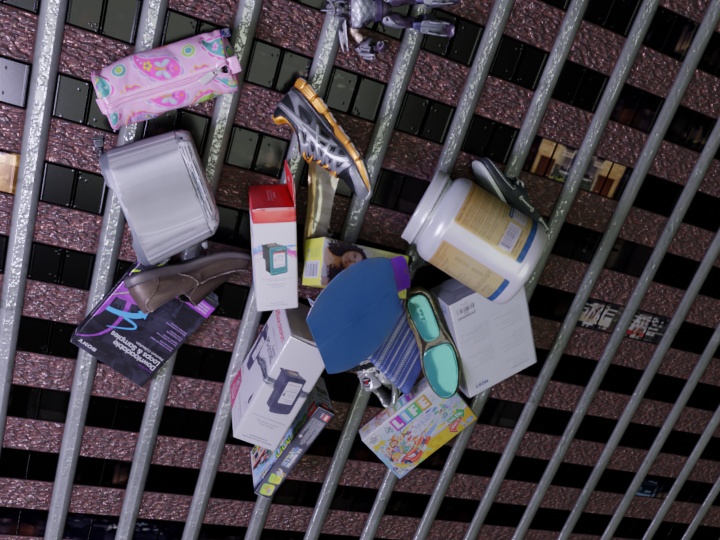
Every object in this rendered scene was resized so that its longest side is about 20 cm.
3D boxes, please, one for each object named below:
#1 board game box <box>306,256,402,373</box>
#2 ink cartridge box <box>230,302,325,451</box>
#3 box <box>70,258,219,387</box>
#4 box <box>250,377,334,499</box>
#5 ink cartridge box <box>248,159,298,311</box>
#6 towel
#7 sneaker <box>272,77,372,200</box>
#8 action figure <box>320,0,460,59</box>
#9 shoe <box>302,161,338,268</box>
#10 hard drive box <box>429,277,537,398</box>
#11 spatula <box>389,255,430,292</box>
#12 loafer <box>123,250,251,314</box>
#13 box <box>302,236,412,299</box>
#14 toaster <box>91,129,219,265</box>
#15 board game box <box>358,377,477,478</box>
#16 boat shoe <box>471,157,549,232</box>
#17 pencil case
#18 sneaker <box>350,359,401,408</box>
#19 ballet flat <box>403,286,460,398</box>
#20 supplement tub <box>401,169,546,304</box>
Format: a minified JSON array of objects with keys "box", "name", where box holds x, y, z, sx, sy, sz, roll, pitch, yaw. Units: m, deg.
[{"box":[-0.014,0.060,0.971,0.157,0.039,0.202,-37,139,-19],"name":"board game box"},{"box":[-0.135,0.166,1.061,0.083,0.145,0.202,25,105,-23],"name":"ink cartridge box"},{"box":[-0.345,0.077,1.030,0.200,0.036,0.143,-46,116,9],"name":"box"},{"box":[-0.125,0.292,1.140,0.034,0.110,0.201,31,103,-24],"name":"box"},{"box":[-0.134,-0.056,0.980,0.066,0.117,0.204,-4,114,-12],"name":"ink cartridge box"},{"box":[0.053,0.101,1.111,0.200,0.024,0.146,46,61,-26],"name":"towel"},{"box":[-0.052,-0.182,0.947,0.077,0.078,0.201,-37,88,4],"name":"sneaker"},{"box":[0.040,-0.374,0.912,0.195,0.070,0.133,-3,123,-9],"name":"action figure"},{"box":[-0.063,-0.078,1.014,0.052,0.070,0.205,4,110,-7],"name":"shoe"},{"box":[0.224,0.102,1.152,0.153,0.077,0.204,-23,117,-14],"name":"hard drive box"},{"box":[0.097,-0.011,1.064,0.198,0.020,0.058,-24,105,-42],"name":"spatula"},{"box":[-0.257,0.018,0.977,0.197,0.073,0.073,-16,95,-30],"name":"loafer"},{"box":[0.000,0.000,1.021,0.197,0.050,0.077,9,82,-43],"name":"box"},{"box":[-0.284,-0.117,0.917,0.127,0.114,0.204,-20,108,-9],"name":"toaster"},{"box":[0.113,0.299,1.247,0.199,0.034,0.135,-39,116,5],"name":"board game box"},{"box":[0.255,-0.122,1.079,0.060,0.076,0.201,-39,125,2],"name":"boat shoe"},{"box":[-0.260,-0.262,0.875,0.196,0.088,0.089,-18,117,-5],"name":"pencil case"},{"box":[0.018,0.160,1.123,0.073,0.089,0.201,-23,119,28],"name":"sneaker"},{"box":[0.126,0.121,1.116,0.069,0.071,0.204,-21,101,-4],"name":"ballet flat"},{"box":[0.178,-0.055,1.018,0.198,0.145,0.146,32,105,1],"name":"supplement tub"}]
